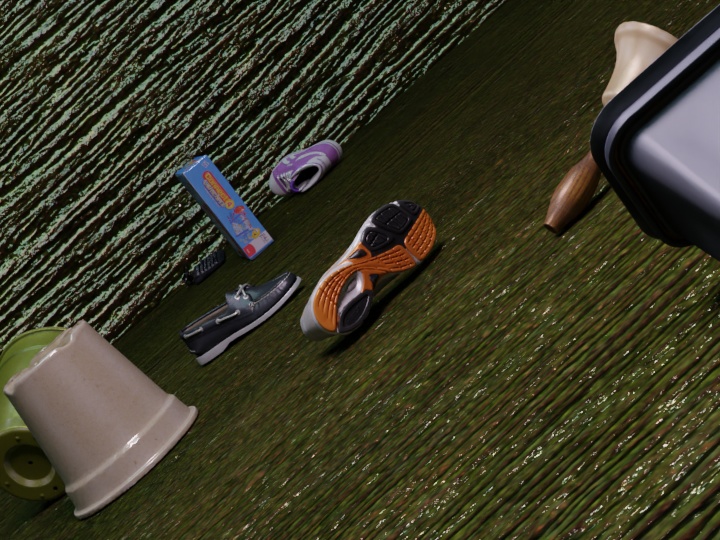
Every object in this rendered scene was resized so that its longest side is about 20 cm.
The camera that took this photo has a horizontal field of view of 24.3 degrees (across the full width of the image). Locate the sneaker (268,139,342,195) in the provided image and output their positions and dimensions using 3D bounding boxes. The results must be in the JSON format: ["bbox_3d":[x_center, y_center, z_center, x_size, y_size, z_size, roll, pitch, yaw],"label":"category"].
[{"bbox_3d":[-0.133,-0.187,3.340,0.200,0.073,0.114,-32,15,43],"label":"sneaker"}]

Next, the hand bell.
[{"bbox_3d":[0.226,-0.119,1.540,0.201,0.104,0.104,-54,12,-13],"label":"hand bell"}]

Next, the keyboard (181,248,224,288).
[{"bbox_3d":[-0.323,-0.011,3.372,0.104,0.040,0.200,-40,8,-1],"label":"keyboard"}]

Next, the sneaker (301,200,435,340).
[{"bbox_3d":[0.000,0.000,1.838,0.200,0.076,0.092,-44,5,-30],"label":"sneaker"}]

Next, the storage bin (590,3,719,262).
[{"bbox_3d":[0.266,-0.076,1.009,0.200,0.146,0.134,-40,36,2],"label":"storage bin"}]

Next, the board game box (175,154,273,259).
[{"bbox_3d":[-0.252,-0.117,3.073,0.056,0.200,0.196,-39,9,-7],"label":"board game box"}]

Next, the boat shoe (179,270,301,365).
[{"bbox_3d":[-0.171,0.056,2.343,0.200,0.060,0.076,-38,9,16],"label":"boat shoe"}]

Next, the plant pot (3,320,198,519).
[{"bbox_3d":[-0.335,0.172,2.069,0.200,0.184,0.201,-39,9,8],"label":"plant pot"}]

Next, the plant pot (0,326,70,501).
[{"bbox_3d":[-0.441,0.217,2.354,0.200,0.200,0.193,-36,22,25],"label":"plant pot"}]
